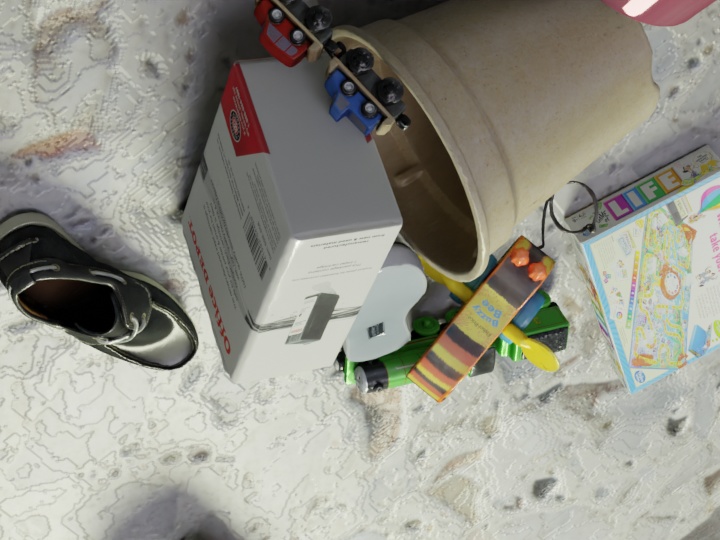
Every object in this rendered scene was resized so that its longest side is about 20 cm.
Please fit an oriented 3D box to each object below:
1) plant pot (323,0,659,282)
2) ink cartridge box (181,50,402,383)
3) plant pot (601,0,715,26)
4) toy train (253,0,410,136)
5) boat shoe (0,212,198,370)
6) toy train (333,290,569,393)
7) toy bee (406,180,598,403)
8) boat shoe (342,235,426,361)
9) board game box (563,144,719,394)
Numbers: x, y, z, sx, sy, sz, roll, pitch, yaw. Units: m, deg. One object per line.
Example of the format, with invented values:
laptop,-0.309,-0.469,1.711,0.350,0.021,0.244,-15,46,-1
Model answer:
plant pot,0.101,-0.123,1.541,0.183,0.200,0.201,-30,136,-17
ink cartridge box,-0.053,-0.034,1.513,0.084,0.145,0.200,-8,152,-22
plant pot,0.227,-0.270,1.474,0.200,0.200,0.179,8,140,-32
toy train,-0.045,-0.159,1.435,0.046,0.200,0.034,-45,177,-13
boat shoe,-0.190,0.032,1.596,0.072,0.068,0.200,-44,135,11
toy train,0.076,0.062,1.763,0.200,0.056,0.042,-13,133,-17
toy bee,0.104,0.011,1.676,0.131,0.109,0.200,18,88,1
boat shoe,0.005,-0.001,1.629,0.074,0.086,0.202,-19,163,-4
board game box,0.256,0.003,1.820,0.134,0.034,0.200,-27,135,-4
